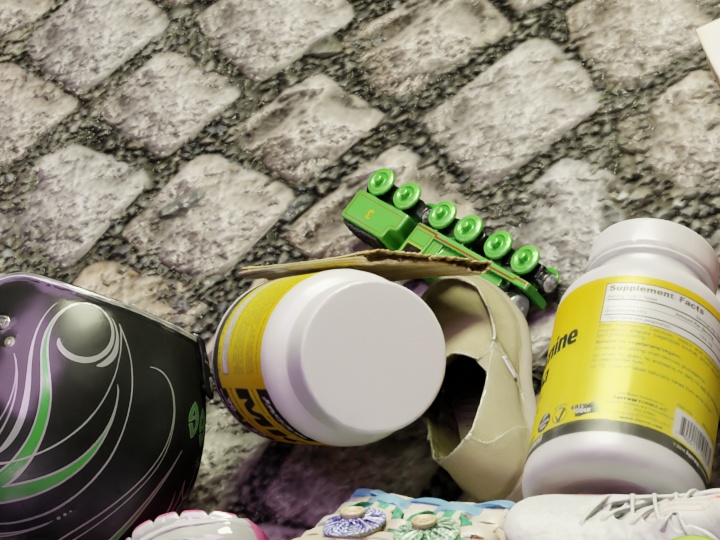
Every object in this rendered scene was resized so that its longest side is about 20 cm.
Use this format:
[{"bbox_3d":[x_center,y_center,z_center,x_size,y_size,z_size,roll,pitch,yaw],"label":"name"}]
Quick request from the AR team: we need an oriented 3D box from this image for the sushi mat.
[{"bbox_3d":[0.000,0.000,1.738,0.200,0.095,0.012,-7,78,63],"label":"sushi mat"}]

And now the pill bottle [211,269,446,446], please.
[{"bbox_3d":[-0.020,0.057,1.661,0.114,0.114,0.200,-44,9,-14],"label":"pill bottle"}]

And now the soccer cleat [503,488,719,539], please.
[{"bbox_3d":[0.183,0.154,1.481,0.199,0.085,0.069,13,47,9],"label":"soccer cleat"}]

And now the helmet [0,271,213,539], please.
[{"bbox_3d":[-0.206,0.113,1.724,0.200,0.200,0.191,11,77,37],"label":"helmet"}]

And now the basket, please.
[{"bbox_3d":[0.011,0.223,1.520,0.176,0.139,0.200,2,41,31],"label":"basket"}]

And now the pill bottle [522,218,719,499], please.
[{"bbox_3d":[0.170,0.069,1.600,0.112,0.113,0.200,-7,46,25],"label":"pill bottle"}]

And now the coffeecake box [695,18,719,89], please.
[{"bbox_3d":[0.330,-0.112,1.713,0.153,0.073,0.200,-25,41,7],"label":"coffeecake box"}]

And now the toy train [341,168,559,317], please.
[{"bbox_3d":[0.061,-0.015,1.806,0.056,0.042,0.200,-51,44,-7],"label":"toy train"}]

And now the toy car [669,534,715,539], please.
[{"bbox_3d":[0.269,0.185,1.401,0.158,0.165,0.200,21,53,42],"label":"toy car"}]

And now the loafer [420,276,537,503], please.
[{"bbox_3d":[0.071,0.068,1.679,0.076,0.068,0.200,-43,37,22],"label":"loafer"}]

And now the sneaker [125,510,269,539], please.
[{"bbox_3d":[-0.142,0.230,1.661,0.200,0.081,0.088,-31,44,10],"label":"sneaker"}]
